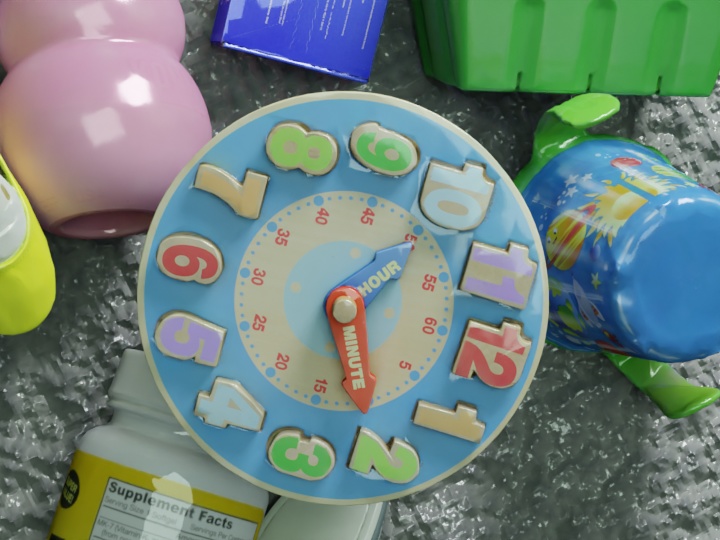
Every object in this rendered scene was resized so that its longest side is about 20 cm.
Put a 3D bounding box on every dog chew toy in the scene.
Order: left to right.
[{"bbox_3d":[-0.150,-0.123,0.909,0.124,0.125,0.201,-4,78,-13],"label":"dog chew toy"}]

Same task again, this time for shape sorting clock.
[{"bbox_3d":[-0.008,0.015,0.775,0.199,0.039,0.201,0,99,-3],"label":"shape sorting clock"}]

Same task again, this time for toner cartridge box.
[{"bbox_3d":[-0.020,-0.220,0.958,0.094,0.043,0.201,13,95,-18],"label":"toner cartridge box"}]

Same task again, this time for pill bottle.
[{"bbox_3d":[-0.116,0.153,0.891,0.114,0.114,0.201,19,81,-10],"label":"pill bottle"}]

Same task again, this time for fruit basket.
[{"bbox_3d":[0.126,-0.211,0.970,0.214,0.156,0.217,-3,103,-12],"label":"fruit basket"}]

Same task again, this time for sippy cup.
[{"bbox_3d":[0.161,-0.006,0.942,0.177,0.130,0.140,30,89,-21],"label":"sippy cup"}]

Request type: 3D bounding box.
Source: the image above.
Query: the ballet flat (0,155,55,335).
[{"bbox_3d":[-0.216,-0.059,0.827,0.067,0.067,0.201,-26,93,-16],"label":"ballet flat"}]

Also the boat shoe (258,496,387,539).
[{"bbox_3d":[-0.035,0.203,0.943,0.062,0.073,0.201,47,64,-49],"label":"boat shoe"}]
